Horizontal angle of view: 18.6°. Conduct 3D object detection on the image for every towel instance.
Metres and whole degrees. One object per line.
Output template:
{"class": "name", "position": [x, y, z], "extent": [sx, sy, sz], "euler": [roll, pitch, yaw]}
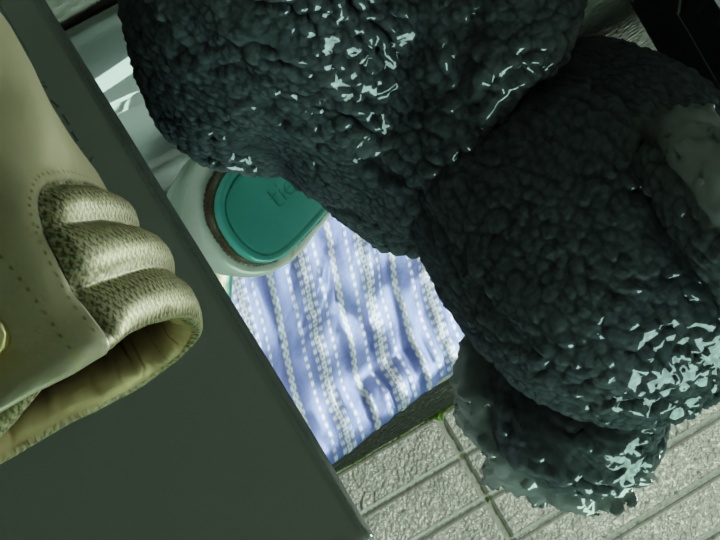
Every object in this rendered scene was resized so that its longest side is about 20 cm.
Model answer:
{"class": "towel", "position": [0.000, 0.000, 0.947], "extent": [0.024, 0.146, 0.200], "euler": [1, -158, 35]}

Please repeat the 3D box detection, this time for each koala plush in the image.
{"class": "koala plush", "position": [0.047, -0.037, 0.634], "extent": [0.183, 0.201, 0.177], "euler": [-23, 163, -39]}

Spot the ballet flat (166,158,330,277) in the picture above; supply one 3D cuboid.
{"class": "ballet flat", "position": [0.000, -0.070, 0.822], "extent": [0.200, 0.069, 0.069], "euler": [-43, 177, -25]}

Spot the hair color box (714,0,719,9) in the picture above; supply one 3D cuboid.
{"class": "hair color box", "position": [0.174, -0.113, 0.725], "extent": [0.065, 0.201, 0.109], "euler": [-20, 167, -49]}

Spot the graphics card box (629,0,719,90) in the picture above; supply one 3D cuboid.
{"class": "graphics card box", "position": [0.239, -0.122, 1.169], "extent": [0.199, 0.126, 0.051], "euler": [-22, 172, -45]}

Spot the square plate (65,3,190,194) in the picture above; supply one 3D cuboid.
{"class": "square plate", "position": [-0.126, -0.025, 0.779], "extent": [0.199, 0.029, 0.198], "euler": [-30, 171, -6]}

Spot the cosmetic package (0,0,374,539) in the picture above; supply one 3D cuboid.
{"class": "cosmetic package", "position": [-0.090, 0.054, 0.640], "extent": [0.122, 0.201, 0.200], "euler": [-28, 159, -10]}

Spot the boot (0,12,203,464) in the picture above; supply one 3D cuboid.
{"class": "boot", "position": [-0.116, -0.026, 0.357], "extent": [0.073, 0.156, 0.200], "euler": [-35, 171, 26]}

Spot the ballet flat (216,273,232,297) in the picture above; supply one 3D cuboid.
{"class": "ballet flat", "position": [-0.129, 0.039, 0.868], "extent": [0.199, 0.070, 0.069], "euler": [-21, 178, 31]}
